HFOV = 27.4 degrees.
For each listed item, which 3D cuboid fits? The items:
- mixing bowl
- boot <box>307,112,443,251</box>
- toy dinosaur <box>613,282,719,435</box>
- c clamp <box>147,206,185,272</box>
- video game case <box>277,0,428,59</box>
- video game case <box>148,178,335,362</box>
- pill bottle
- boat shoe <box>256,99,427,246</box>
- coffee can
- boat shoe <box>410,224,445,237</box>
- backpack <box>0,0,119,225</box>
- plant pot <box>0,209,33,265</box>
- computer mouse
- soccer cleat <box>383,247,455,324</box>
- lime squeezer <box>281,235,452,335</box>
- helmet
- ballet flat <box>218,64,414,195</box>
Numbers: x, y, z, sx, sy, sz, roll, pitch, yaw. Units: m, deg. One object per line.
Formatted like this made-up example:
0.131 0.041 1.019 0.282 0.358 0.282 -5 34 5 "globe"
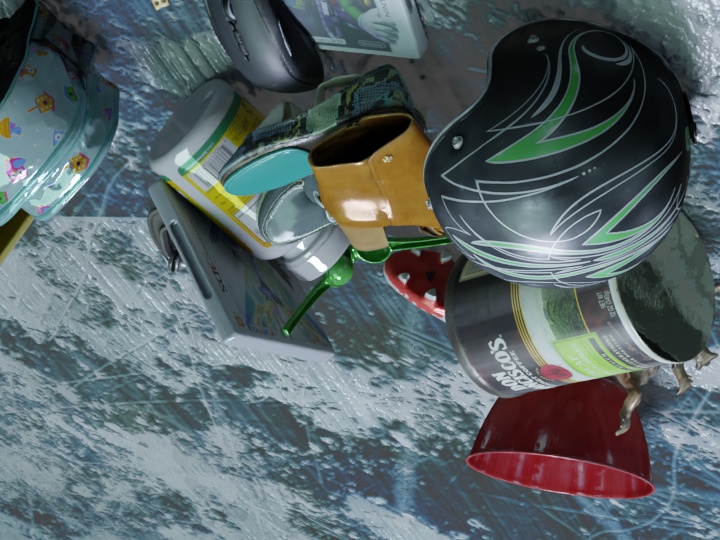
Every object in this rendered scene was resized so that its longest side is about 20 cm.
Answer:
0.214 0.164 1.543 0.198 0.110 0.200 9 163 3 "mixing bowl"
0.061 -0.088 1.257 0.199 0.071 0.144 -18 148 2 "boot"
0.260 0.059 1.412 0.136 0.085 0.201 55 140 25 "toy dinosaur"
-0.156 -0.002 1.696 0.198 0.027 0.171 23 150 8 "c clamp"
-0.055 -0.256 1.230 0.198 0.023 0.183 11 146 27 "video game case"
-0.116 0.003 1.477 0.022 0.183 0.200 -35 158 17 "video game case"
-0.100 -0.083 1.442 0.200 0.113 0.112 41 147 -22 "pill bottle"
-0.022 -0.080 1.345 0.199 0.062 0.073 -36 118 23 "boat shoe"
0.195 0.027 1.325 0.199 0.147 0.146 -17 128 45 "coffee can"
0.068 -0.071 1.369 0.198 0.068 0.072 11 146 27 "boat shoe"
-0.325 -0.136 1.412 0.153 0.201 0.176 41 111 -20 "backpack"
-0.461 -0.133 1.591 0.199 0.195 0.196 4 143 44 "plant pot"
-0.124 -0.216 1.277 0.139 0.046 0.201 4 143 32 "computer mouse"
0.113 0.041 1.508 0.198 0.069 0.085 21 147 3 "soccer cleat"
0.000 0.000 1.476 0.071 0.199 0.038 56 170 36 "lime squeezer"
0.156 -0.080 1.159 0.198 0.192 0.201 19 149 12 "helmet"
-0.041 -0.127 1.301 0.198 0.075 0.074 -19 131 24 "ballet flat"
